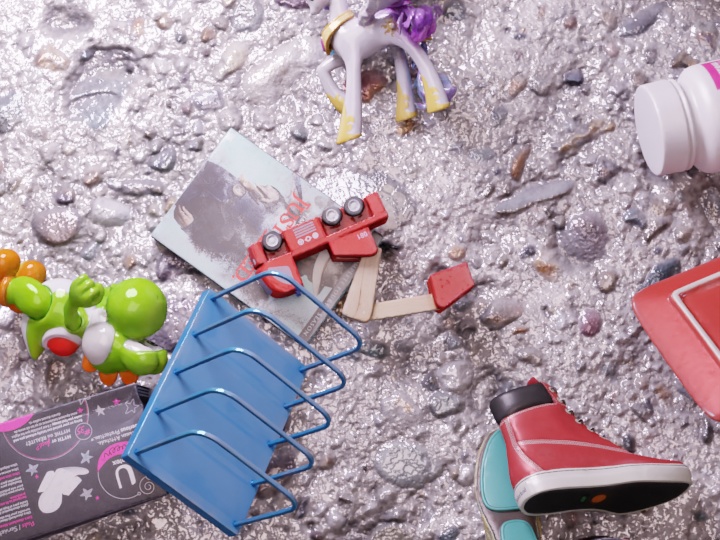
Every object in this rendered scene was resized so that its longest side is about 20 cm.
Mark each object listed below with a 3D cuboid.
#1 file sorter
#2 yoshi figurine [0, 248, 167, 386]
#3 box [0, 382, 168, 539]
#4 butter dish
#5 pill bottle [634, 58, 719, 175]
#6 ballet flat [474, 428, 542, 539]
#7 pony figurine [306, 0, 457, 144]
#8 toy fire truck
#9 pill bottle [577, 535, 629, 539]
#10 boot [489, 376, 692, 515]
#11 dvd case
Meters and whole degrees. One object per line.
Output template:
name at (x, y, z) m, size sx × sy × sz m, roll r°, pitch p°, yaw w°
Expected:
file sorter at (-0.103, 0.120, 1.294) m, size 0.139 × 0.122 × 0.201 m, roll 40°, pitch 51°, yaw -23°
yoshi figurine at (-0.267, 0.030, 1.361) m, size 0.199 × 0.112 × 0.112 m, roll 25°, pitch 45°, yaw 18°
box at (-0.290, 0.194, 1.336) m, size 0.199 × 0.132 × 0.115 m, roll -16°, pitch 84°, yaw -4°
butter dish at (0.398, 0.087, 1.365) m, size 0.199 × 0.148 × 0.200 m, roll -23°, pitch 41°, yaw -4°
pill bottle at (0.391, -0.164, 1.413) m, size 0.199 × 0.113 × 0.114 m, roll -13°, pitch 81°, yaw -3°
ballet flat at (0.148, 0.252, 1.360) m, size 0.070 × 0.071 × 0.201 m, roll -5°, pitch 51°, yaw -2°
pony figurine at (0.025, -0.253, 1.417) m, size 0.192 × 0.167 × 0.201 m, roll -18°, pitch 97°, yaw 4°
toy fire truck at (0.000, 0.000, 1.394) m, size 0.199 × 0.049 × 0.142 m, roll -23°, pitch 83°, yaw -5°
pill bottle at (0.241, 0.310, 1.291) m, size 0.115 × 0.200 × 0.117 m, roll 0°, pitch 81°, yaw -1°
boot at (0.231, 0.168, 1.382) m, size 0.199 × 0.073 × 0.145 m, roll 4°, pitch 49°, yaw -23°
dvd case at (-0.096, -0.035, 1.432) m, size 0.200 × 0.022 × 0.146 m, roll 36°, pitch 82°, yaw 3°
